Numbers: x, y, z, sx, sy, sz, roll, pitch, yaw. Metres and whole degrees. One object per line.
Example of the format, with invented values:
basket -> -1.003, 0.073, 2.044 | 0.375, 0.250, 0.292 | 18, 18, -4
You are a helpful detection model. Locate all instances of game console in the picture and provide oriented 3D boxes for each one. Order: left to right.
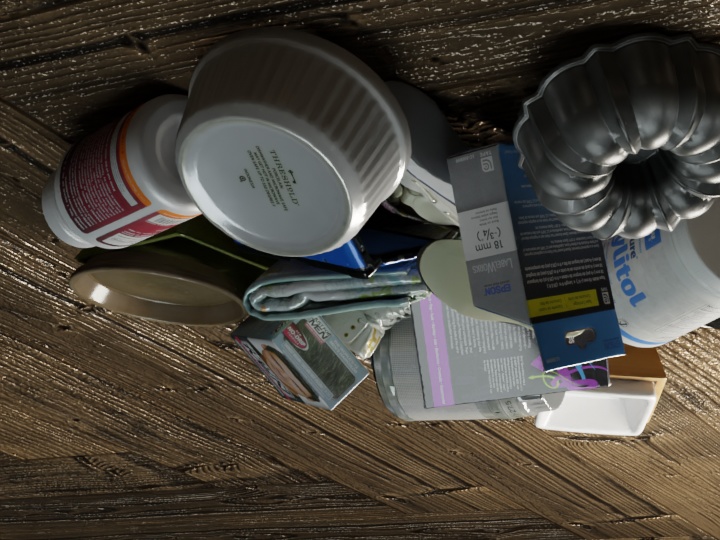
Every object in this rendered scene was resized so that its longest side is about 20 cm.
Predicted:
game console -> -0.037, -0.065, 1.661 | 0.199, 0.118, 0.171 | 12, 139, 46

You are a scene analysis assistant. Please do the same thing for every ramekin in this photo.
ramekin -> -0.066, -0.100, 1.437 | 0.201, 0.095, 0.203 | 15, 139, 13

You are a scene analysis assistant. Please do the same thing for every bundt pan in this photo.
bundt pan -> 0.229, -0.098, 1.398 | 0.200, 0.076, 0.202 | -6, 141, -5

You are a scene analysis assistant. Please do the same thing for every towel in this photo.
towel -> 0.000, 0.000, 1.735 | 0.199, 0.048, 0.171 | -4, -164, 24

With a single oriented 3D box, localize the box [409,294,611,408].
box -> 0.155, 0.065, 1.762 | 0.199, 0.036, 0.144 | -6, 117, 4

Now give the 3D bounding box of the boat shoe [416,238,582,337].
boat shoe -> 0.134, 0.012, 1.655 | 0.199, 0.071, 0.063 | 19, -164, -27

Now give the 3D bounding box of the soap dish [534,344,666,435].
soap dish -> 0.294, 0.143, 2.123 | 0.156, 0.082, 0.200 | 4, 159, 4

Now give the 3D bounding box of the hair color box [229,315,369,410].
hair color box -> -0.069, 0.090, 1.835 | 0.099, 0.061, 0.200 | 50, 166, -11

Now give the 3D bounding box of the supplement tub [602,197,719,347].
supplement tub -> 0.311, -0.011, 1.630 | 0.131, 0.133, 0.200 | 12, 158, -18

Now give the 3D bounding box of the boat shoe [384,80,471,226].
boat shoe -> 0.059, -0.096, 1.525 | 0.070, 0.071, 0.200 | -15, 142, 40

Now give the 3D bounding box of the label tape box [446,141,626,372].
label tape box -> 0.157, -0.012, 1.510 | 0.063, 0.201, 0.144 | -13, 175, 39

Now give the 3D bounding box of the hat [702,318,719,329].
hat -> 0.390, 0.023, 1.773 | 0.199, 0.081, 0.201 | 5, 159, 2

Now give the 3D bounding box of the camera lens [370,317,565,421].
camera lens -> 0.120, 0.087, 1.902 | 0.199, 0.161, 0.160 | -4, 158, 22

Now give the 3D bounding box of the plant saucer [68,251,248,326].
plant saucer -> -0.219, 0.020, 1.856 | 0.199, 0.030, 0.200 | 7, 162, 2

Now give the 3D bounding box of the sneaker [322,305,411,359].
sneaker -> 0.037, 0.046, 1.827 | 0.199, 0.116, 0.074 | 6, 160, 34

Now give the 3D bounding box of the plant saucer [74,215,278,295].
plant saucer -> -0.175, -0.016, 1.850 | 0.199, 0.048, 0.199 | 23, 157, -39

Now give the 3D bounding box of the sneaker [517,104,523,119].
sneaker -> 0.225, -0.100, 1.502 | 0.082, 0.071, 0.200 | -11, 156, 39

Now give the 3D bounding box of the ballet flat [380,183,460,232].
ballet flat -> 0.107, -0.058, 1.631 | 0.199, 0.071, 0.070 | 11, 114, -8

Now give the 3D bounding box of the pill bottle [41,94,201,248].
pill bottle -> -0.216, -0.085, 1.593 | 0.113, 0.114, 0.199 | 20, 155, -35
